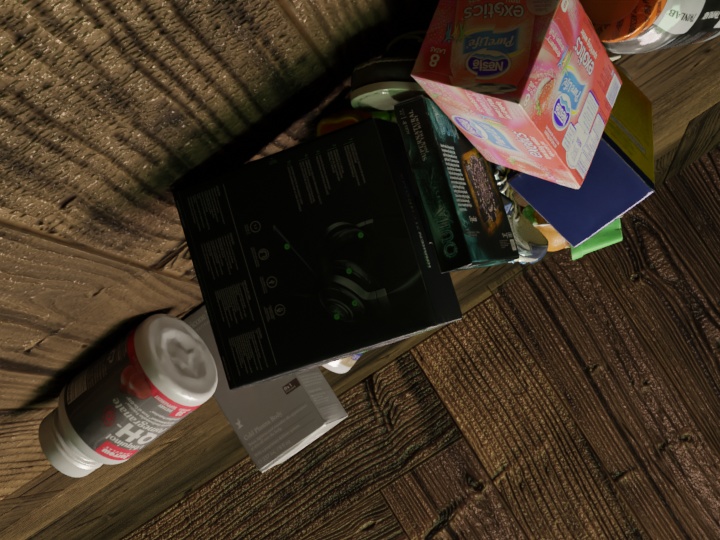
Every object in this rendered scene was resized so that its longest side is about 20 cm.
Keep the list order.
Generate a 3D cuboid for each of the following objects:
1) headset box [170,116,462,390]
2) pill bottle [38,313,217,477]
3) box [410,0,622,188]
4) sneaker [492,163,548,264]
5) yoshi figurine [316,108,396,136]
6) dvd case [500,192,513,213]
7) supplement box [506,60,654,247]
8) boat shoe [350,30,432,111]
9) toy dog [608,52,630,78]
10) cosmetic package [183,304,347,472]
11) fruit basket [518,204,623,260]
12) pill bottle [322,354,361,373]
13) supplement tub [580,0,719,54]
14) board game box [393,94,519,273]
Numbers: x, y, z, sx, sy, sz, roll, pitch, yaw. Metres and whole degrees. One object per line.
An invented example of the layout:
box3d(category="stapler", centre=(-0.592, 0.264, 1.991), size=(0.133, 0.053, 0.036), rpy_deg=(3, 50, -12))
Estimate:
box3d(category="headset box", centre=(-0.028, -0.015, 1.117), size=(0.199, 0.175, 0.093), rpy_deg=(-19, 176, 17))
box3d(category="pill bottle", centre=(-0.261, 0.144, 1.502), size=(0.200, 0.111, 0.111), rpy_deg=(-37, 170, 25))
box3d(category="box", centre=(0.127, -0.150, 1.071), size=(0.200, 0.094, 0.103), rpy_deg=(32, 78, -64))
box3d(category="sneaker", centre=(0.129, -0.084, 1.425), size=(0.085, 0.200, 0.077), rpy_deg=(-47, -161, 22))
box3d(category="yoshi figurine", centre=(0.052, -0.115, 1.239), size=(0.112, 0.112, 0.200), rpy_deg=(-47, 167, 33))
box3d(category="dvd case", centre=(0.038, -0.077, 1.282), size=(0.200, 0.142, 0.018), rpy_deg=(-21, 141, -50))
box3d(category="supplement box", centre=(0.235, -0.139, 1.447), size=(0.109, 0.109, 0.200), rpy_deg=(-38, -160, 29))
box3d(category="boat shoe", centre=(0.049, -0.164, 1.114), size=(0.071, 0.061, 0.201), rpy_deg=(-8, -179, 31))
box3d(category="toy dog", centre=(0.256, -0.170, 1.648), size=(0.199, 0.097, 0.132), rpy_deg=(-33, 171, 2))
box3d(category="cosmetic package", centre=(-0.116, 0.118, 1.587), size=(0.107, 0.200, 0.090), rpy_deg=(-38, 171, 16))
box3d(category="fruit basket", centre=(0.202, -0.059, 1.583), size=(0.199, 0.094, 0.185), rpy_deg=(-1, -179, 10))
box3d(category="pill bottle", centre=(0.000, 0.000, 1.449), size=(0.200, 0.116, 0.116), rpy_deg=(-51, 169, 5))
box3d(category="supplement tub", centre=(0.244, -0.245, 1.141), size=(0.122, 0.123, 0.200), rpy_deg=(-39, 170, 34))
box3d(category="board game box", centre=(0.083, -0.069, 1.123), size=(0.028, 0.136, 0.200), rpy_deg=(-17, 176, 17))
